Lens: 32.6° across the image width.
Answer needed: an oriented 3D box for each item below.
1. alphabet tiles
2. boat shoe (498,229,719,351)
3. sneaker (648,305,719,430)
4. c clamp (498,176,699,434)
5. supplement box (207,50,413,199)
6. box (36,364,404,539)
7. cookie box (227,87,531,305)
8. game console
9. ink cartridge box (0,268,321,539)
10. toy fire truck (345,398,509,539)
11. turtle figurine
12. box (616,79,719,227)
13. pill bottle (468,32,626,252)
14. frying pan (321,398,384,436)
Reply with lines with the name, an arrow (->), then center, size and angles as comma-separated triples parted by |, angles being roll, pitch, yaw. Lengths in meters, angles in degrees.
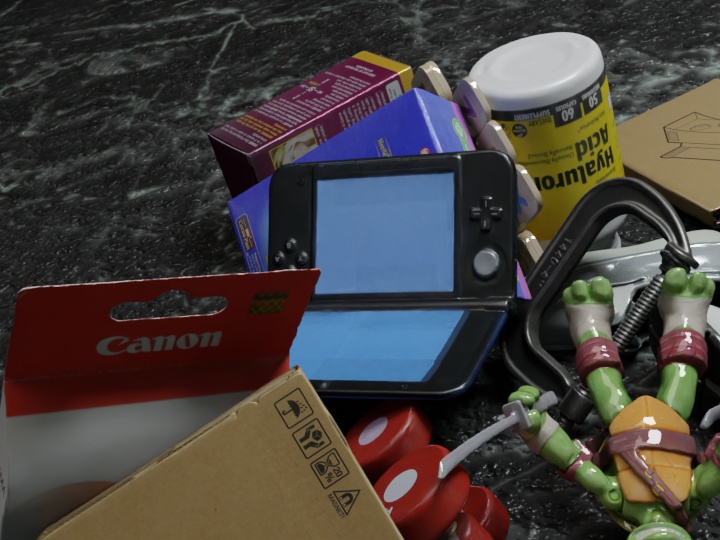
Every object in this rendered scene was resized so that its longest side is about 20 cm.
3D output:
alphabet tiles -> 0.092, -0.071, 1.027 | 0.014, 0.202, 0.196 | -26, -10, -15
boat shoe -> 0.202, 0.026, 0.951 | 0.198, 0.071, 0.072 | -17, 34, 6
sneaker -> 0.297, 0.066, 0.854 | 0.114, 0.077, 0.200 | -18, 32, -22
c clamp -> 0.177, 0.036, 0.890 | 0.171, 0.027, 0.202 | 37, 100, 51
supplement box -> -0.033, -0.117, 1.252 | 0.199, 0.132, 0.103 | -30, 31, -19
box -> -0.049, 0.178, 0.645 | 0.162, 0.202, 0.021 | -32, 8, -7
cookie box -> 0.011, -0.017, 0.967 | 0.199, 0.173, 0.075 | -27, -16, 29
game console -> 0.000, 0.000, 0.853 | 0.197, 0.173, 0.118 | -2, -5, 25
ink cartridge box -> -0.108, 0.088, 0.650 | 0.160, 0.201, 0.050 | -4, 49, -27
toy fire truck -> 0.011, 0.186, 0.765 | 0.168, 0.112, 0.200 | -40, 18, 0
turtle figurine -> 0.167, 0.070, 0.742 | 0.143, 0.199, 0.195 | -34, 32, 35
box -> 0.329, -0.114, 1.138 | 0.162, 0.021, 0.200 | -26, 30, -13
pill bottle -> 0.162, -0.083, 1.019 | 0.110, 0.202, 0.112 | -14, 31, 8
frying pan -> -0.040, 0.127, 0.942 | 0.115, 0.191, 0.031 | 45, 27, 14
